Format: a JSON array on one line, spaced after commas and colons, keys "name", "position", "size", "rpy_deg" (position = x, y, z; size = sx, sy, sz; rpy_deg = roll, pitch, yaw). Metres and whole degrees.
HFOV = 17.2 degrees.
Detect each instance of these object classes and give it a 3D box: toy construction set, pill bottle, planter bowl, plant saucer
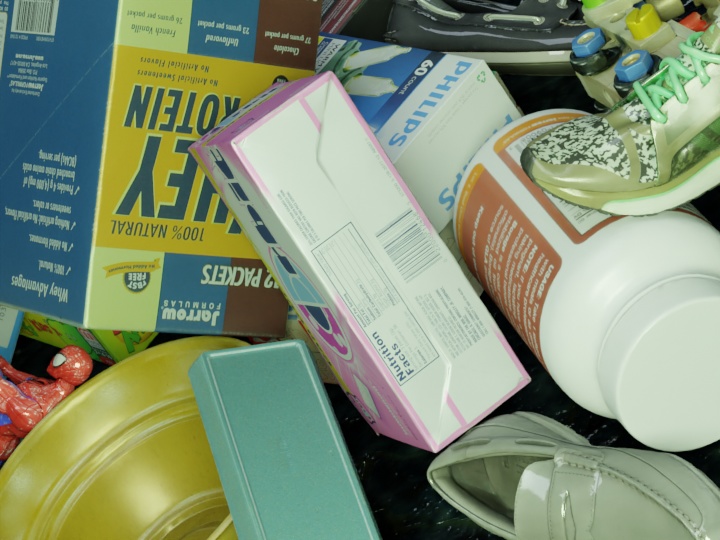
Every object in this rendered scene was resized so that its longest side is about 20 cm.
[{"name": "toy construction set", "position": [0.181, -0.133, 1.284], "size": [0.131, 0.092, 0.200], "rpy_deg": [-35, 10, -5]}, {"name": "pill bottle", "position": [0.129, 0.005, 1.214], "size": [0.112, 0.112, 0.200], "rpy_deg": [-35, 34, 1]}, {"name": "planter bowl", "position": [-0.108, 0.137, 1.293], "size": [0.199, 0.084, 0.201], "rpy_deg": [-24, 34, 18]}, {"name": "plant saucer", "position": [-0.036, 0.097, 1.187], "size": [0.069, 0.019, 0.200], "rpy_deg": [-7, 34, -12]}]

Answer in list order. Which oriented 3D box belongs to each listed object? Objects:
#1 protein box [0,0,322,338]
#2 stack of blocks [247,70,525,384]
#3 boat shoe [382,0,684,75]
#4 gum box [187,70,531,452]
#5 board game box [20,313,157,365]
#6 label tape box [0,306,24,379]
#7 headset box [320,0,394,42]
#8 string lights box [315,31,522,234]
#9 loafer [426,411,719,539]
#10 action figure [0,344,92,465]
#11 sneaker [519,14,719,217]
[{"name": "protein box", "position": [-0.139, -0.076, 1.353], "size": [0.198, 0.134, 0.202], "rpy_deg": [11, 96, 52]}, {"name": "stack of blocks", "position": [0.027, -0.026, 1.394], "size": [0.115, 0.059, 0.201], "rpy_deg": [2, 49, 43]}, {"name": "boat shoe", "position": [0.105, -0.150, 1.427], "size": [0.198, 0.073, 0.063], "rpy_deg": [0, 88, 26]}, {"name": "gum box", "position": [0.000, 0.000, 1.231], "size": [0.066, 0.201, 0.113], "rpy_deg": [-35, 10, -12]}, {"name": "board game box", "position": [-0.191, -0.003, 1.573], "size": [0.199, 0.048, 0.102], "rpy_deg": [14, 58, 49]}, {"name": "label tape box", "position": [-0.306, 0.033, 1.567], "size": [0.199, 0.063, 0.146], "rpy_deg": [10, 82, 48]}, {"name": "headset box", "position": [-0.022, -0.171, 1.599], "size": [0.199, 0.077, 0.149], "rpy_deg": [10, 55, 47]}, {"name": "string lights box", "position": [-0.006, -0.079, 1.378], "size": [0.103, 0.059, 0.199], "rpy_deg": [-49, 34, -18]}, {"name": "loafer", "position": [0.106, 0.116, 1.128], "size": [0.069, 0.071, 0.199], "rpy_deg": [-15, 15, -29]}, {"name": "action figure", "position": [-0.236, 0.085, 1.409], "size": [0.200, 0.099, 0.065], "rpy_deg": [-38, -13, 28]}, {"name": "sneaker", "position": [0.169, -0.093, 1.164], "size": [0.198, 0.089, 0.077], "rpy_deg": [-17, 34, -8]}]
